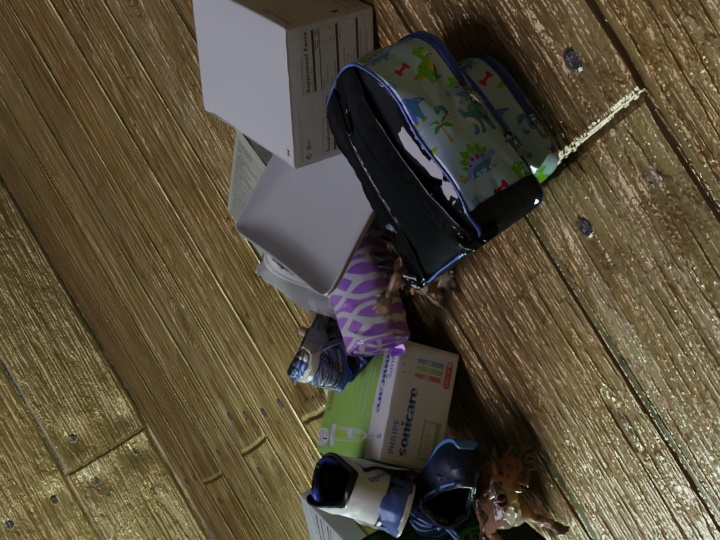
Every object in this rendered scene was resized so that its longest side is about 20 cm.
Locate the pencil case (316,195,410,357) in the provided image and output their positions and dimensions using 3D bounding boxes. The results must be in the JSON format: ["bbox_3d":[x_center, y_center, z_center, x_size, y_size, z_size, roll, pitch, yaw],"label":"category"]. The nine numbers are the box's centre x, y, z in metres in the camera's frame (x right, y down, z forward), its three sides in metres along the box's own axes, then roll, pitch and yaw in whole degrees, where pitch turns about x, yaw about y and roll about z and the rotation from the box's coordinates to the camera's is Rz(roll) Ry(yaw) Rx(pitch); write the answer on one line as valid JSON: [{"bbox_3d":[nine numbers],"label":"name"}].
[{"bbox_3d":[0.000,0.000,1.379,0.085,0.083,0.202,24,-129,-66],"label":"pencil case"}]

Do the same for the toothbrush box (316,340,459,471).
[{"bbox_3d":[0.031,0.168,1.484,0.200,0.085,0.147,165,118,-67],"label":"toothbrush box"}]

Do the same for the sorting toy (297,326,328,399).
[{"bbox_3d":[-0.005,0.181,1.735,0.185,0.036,0.201,26,143,54],"label":"sorting toy"}]

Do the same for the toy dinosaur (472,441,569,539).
[{"bbox_3d":[0.162,0.259,1.416,0.137,0.085,0.200,65,161,-12],"label":"toy dinosaur"}]

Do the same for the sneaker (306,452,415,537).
[{"bbox_3d":[-0.005,0.257,1.415,0.114,0.081,0.199,23,170,-4],"label":"sneaker"}]

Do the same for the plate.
[{"bbox_3d":[-0.038,-0.092,1.342,0.032,0.201,0.199,25,-173,-45],"label":"plate"}]

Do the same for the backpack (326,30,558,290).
[{"bbox_3d":[0.069,-0.115,1.087,0.201,0.146,0.183,55,158,3],"label":"backpack"}]

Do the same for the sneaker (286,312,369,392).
[{"bbox_3d":[-0.032,0.102,1.475,0.085,0.200,0.078,27,111,0],"label":"sneaker"}]

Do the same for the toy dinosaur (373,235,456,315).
[{"bbox_3d":[0.061,-0.039,1.275,0.136,0.085,0.202,-89,4,-61],"label":"toy dinosaur"}]

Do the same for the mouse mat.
[{"bbox_3d":[0.116,0.339,1.452,0.161,0.199,0.008,36,139,43],"label":"mouse mat"}]

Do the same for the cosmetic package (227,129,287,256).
[{"bbox_3d":[-0.106,-0.114,1.525,0.104,0.087,0.200,54,157,16],"label":"cosmetic package"}]

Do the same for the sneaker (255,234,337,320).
[{"bbox_3d":[-0.036,0.021,1.446,0.199,0.075,0.082,32,149,-15],"label":"sneaker"}]

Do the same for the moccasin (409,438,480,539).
[{"bbox_3d":[0.091,0.268,1.376,0.201,0.080,0.069,97,174,-52],"label":"moccasin"}]

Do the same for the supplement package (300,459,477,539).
[{"bbox_3d":[0.059,0.353,1.592,0.200,0.190,0.148,37,148,42],"label":"supplement package"}]

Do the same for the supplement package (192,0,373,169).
[{"bbox_3d":[-0.085,-0.229,1.294,0.200,0.110,0.157,35,137,44],"label":"supplement package"}]
